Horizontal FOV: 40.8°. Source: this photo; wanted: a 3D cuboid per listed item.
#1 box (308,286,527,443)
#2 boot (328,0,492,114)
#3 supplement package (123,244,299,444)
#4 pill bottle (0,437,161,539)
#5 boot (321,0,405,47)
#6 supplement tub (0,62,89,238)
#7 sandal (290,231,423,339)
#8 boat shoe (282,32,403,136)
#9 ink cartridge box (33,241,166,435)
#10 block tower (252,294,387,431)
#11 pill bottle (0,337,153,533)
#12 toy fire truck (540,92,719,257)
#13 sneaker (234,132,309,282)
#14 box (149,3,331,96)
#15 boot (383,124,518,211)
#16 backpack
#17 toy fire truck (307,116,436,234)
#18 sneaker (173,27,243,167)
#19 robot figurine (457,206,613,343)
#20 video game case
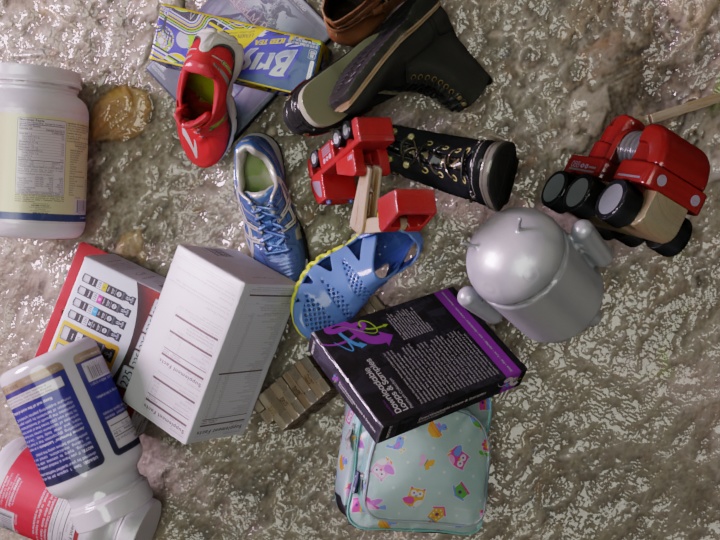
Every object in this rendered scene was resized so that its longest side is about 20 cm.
[{"bbox_3d":[0.062,0.098,1.062,0.143,0.200,0.036,51,141,34],"label":"box"},{"bbox_3d":[0.066,-0.206,1.070,0.138,0.077,0.200,48,62,-18],"label":"boot"},{"bbox_3d":[-0.174,0.084,1.129,0.109,0.114,0.200,28,101,29],"label":"supplement package"},{"bbox_3d":[-0.357,0.291,1.204,0.200,0.112,0.113,19,96,7],"label":"pill bottle"},{"bbox_3d":[0.024,-0.343,1.083,0.077,0.155,0.200,41,98,5],"label":"boot"},{"bbox_3d":[-0.404,-0.142,1.170,0.145,0.145,0.201,3,94,9],"label":"supplement tub"},{"bbox_3d":[0.000,0.000,1.110,0.200,0.087,0.079,-48,112,-10],"label":"sandal"},{"bbox_3d":[-0.004,-0.216,1.108,0.201,0.063,0.074,-35,101,-29],"label":"boat shoe"},{"bbox_3d":[-0.323,0.087,1.201,0.175,0.084,0.200,24,97,7],"label":"ink cartridge box"},{"bbox_3d":[-0.035,0.115,1.168,0.200,0.058,0.054,-42,74,11],"label":"block tower"},{"bbox_3d":[-0.319,0.188,1.107,0.116,0.116,0.200,-24,91,10],"label":"pill bottle"},{"bbox_3d":[0.320,-0.126,1.050,0.128,0.176,0.200,26,91,-21],"label":"toy fire truck"},{"bbox_3d":[-0.115,-0.066,1.162,0.076,0.077,0.200,-17,93,8],"label":"sneaker"},{"bbox_3d":[-0.140,-0.255,1.144,0.200,0.064,0.070,15,96,7],"label":"box"},{"bbox_3d":[0.092,-0.118,1.066,0.153,0.204,0.074,16,95,12],"label":"boot"},{"bbox_3d":[0.065,0.196,1.108,0.175,0.153,0.201,7,80,-10],"label":"backpack"},{"bbox_3d":[0.006,-0.093,1.080,0.049,0.200,0.141,-3,77,-28],"label":"toy fire truck"},{"bbox_3d":[-0.187,-0.184,1.109,0.077,0.200,0.085,20,52,4],"label":"sneaker"},{"bbox_3d":[0.191,0.006,1.061,0.169,0.200,0.113,-33,45,19],"label":"robot figurine"},{"bbox_3d":[-0.147,-0.268,1.186,0.200,0.019,0.143,-45,86,10],"label":"video game case"}]
